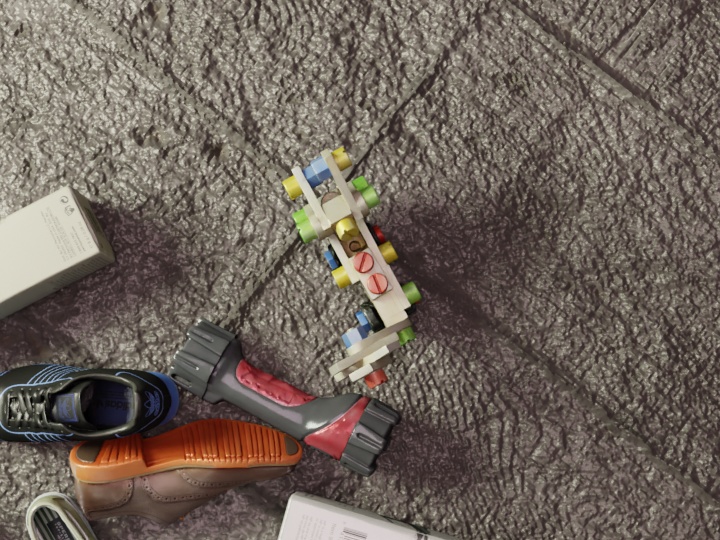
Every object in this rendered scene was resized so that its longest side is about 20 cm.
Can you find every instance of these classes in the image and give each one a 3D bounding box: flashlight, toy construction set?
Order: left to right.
[{"bbox_3d":[-0.064,0.106,1.229,0.199,0.068,0.068,29,123,7],"label":"flashlight"},{"bbox_3d":[0.000,0.000,1.203,0.092,0.131,0.201,-14,84,0],"label":"toy construction set"}]

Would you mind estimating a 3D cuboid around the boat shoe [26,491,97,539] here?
[{"bbox_3d":[-0.231,0.283,1.211,0.072,0.062,0.200,-35,86,-3],"label":"boat shoe"}]

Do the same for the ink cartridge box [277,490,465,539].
[{"bbox_3d":[0.018,0.285,1.198,0.199,0.084,0.145,16,85,3],"label":"ink cartridge box"}]

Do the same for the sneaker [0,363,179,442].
[{"bbox_3d":[-0.259,0.113,1.208,0.199,0.078,0.071,-6,86,13],"label":"sneaker"}]

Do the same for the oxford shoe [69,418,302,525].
[{"bbox_3d":[-0.149,0.178,1.230,0.199,0.071,0.073,-3,113,-3],"label":"oxford shoe"}]

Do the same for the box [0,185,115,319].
[{"bbox_3d":[-0.321,0.004,1.231,0.199,0.082,0.069,-27,85,-3],"label":"box"}]
